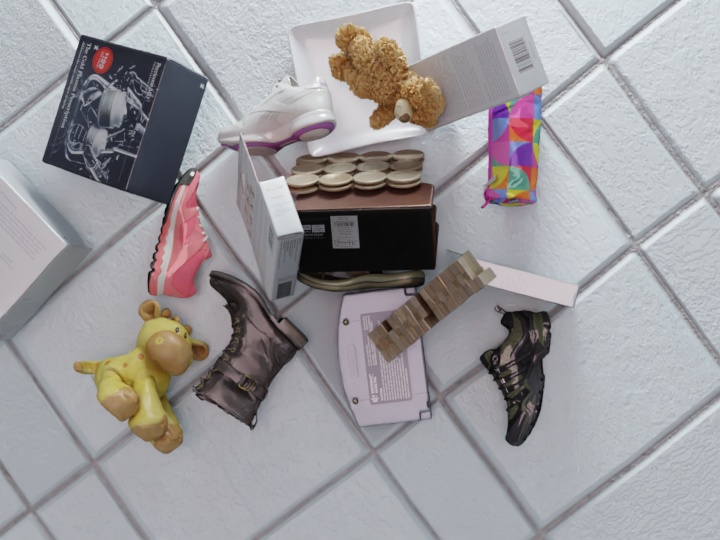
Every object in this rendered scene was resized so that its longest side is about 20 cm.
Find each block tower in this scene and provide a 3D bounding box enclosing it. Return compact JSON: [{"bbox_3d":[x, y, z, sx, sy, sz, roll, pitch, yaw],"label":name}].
[{"bbox_3d":[0.100,0.050,1.573,0.199,0.054,0.058,-40,86,29],"label":"block tower"}]

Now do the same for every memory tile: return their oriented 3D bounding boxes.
[{"bbox_3d":[-0.006,-0.145,1.611,0.196,0.154,0.017,-1,113,6],"label":"memory tile"}]

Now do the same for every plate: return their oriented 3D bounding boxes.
[{"bbox_3d":[0.002,-0.287,1.666,0.197,0.032,0.203,-11,89,5],"label":"plate"}]

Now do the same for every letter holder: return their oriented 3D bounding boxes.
[{"bbox_3d":[0.012,-0.077,1.596,0.196,0.143,0.102,-1,120,8],"label":"letter holder"}]

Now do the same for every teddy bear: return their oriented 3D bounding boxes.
[{"bbox_3d":[0.029,-0.271,1.584,0.201,0.067,0.145,50,135,6],"label":"teddy bear"}]

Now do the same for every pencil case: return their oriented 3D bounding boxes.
[{"bbox_3d":[0.223,-0.190,1.618,0.087,0.088,0.204,3,87,6],"label":"pencil case"}]

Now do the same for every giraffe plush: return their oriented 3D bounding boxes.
[{"bbox_3d":[-0.309,0.147,1.651,0.162,0.173,0.199,-48,51,-7],"label":"giraffe plush"}]

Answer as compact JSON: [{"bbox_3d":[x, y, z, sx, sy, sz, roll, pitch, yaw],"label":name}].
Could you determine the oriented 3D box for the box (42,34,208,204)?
[{"bbox_3d":[-0.349,-0.225,1.634,0.180,0.104,0.203,18,91,29],"label":"box"}]

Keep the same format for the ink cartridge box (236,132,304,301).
[{"bbox_3d":[-0.133,-0.077,1.586,0.043,0.201,0.176,-13,66,-14],"label":"ink cartridge box"}]

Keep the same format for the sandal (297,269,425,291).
[{"bbox_3d":[0.001,0.000,1.628,0.198,0.080,0.058,-2,91,19],"label":"sandal"}]

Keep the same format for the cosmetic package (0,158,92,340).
[{"bbox_3d":[-0.555,-0.034,1.673,0.199,0.123,0.200,45,95,4],"label":"cosmetic package"}]

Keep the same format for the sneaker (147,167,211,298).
[{"bbox_3d":[-0.264,-0.053,1.683,0.085,0.074,0.203,15,90,-14],"label":"sneaker"}]

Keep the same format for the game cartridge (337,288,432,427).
[{"bbox_3d":[0.032,0.130,1.659,0.131,0.042,0.204,-7,89,10],"label":"game cartridge"}]

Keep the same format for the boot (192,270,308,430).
[{"bbox_3d":[-0.192,0.118,1.647,0.199,0.069,0.175,39,81,3],"label":"boot"}]

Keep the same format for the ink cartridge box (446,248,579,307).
[{"bbox_3d":[0.216,0.012,1.609,0.197,0.099,0.040,16,92,6],"label":"ink cartridge box"}]

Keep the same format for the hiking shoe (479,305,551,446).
[{"bbox_3d":[0.223,0.155,1.628,0.099,0.076,0.203,9,81,14],"label":"hiking shoe"}]

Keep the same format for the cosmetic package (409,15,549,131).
[{"bbox_3d":[0.161,-0.276,1.561,0.071,0.199,0.103,-28,100,-37],"label":"cosmetic package"}]

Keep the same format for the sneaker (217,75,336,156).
[{"bbox_3d":[-0.126,-0.231,1.651,0.197,0.075,0.101,-12,77,23],"label":"sneaker"}]
